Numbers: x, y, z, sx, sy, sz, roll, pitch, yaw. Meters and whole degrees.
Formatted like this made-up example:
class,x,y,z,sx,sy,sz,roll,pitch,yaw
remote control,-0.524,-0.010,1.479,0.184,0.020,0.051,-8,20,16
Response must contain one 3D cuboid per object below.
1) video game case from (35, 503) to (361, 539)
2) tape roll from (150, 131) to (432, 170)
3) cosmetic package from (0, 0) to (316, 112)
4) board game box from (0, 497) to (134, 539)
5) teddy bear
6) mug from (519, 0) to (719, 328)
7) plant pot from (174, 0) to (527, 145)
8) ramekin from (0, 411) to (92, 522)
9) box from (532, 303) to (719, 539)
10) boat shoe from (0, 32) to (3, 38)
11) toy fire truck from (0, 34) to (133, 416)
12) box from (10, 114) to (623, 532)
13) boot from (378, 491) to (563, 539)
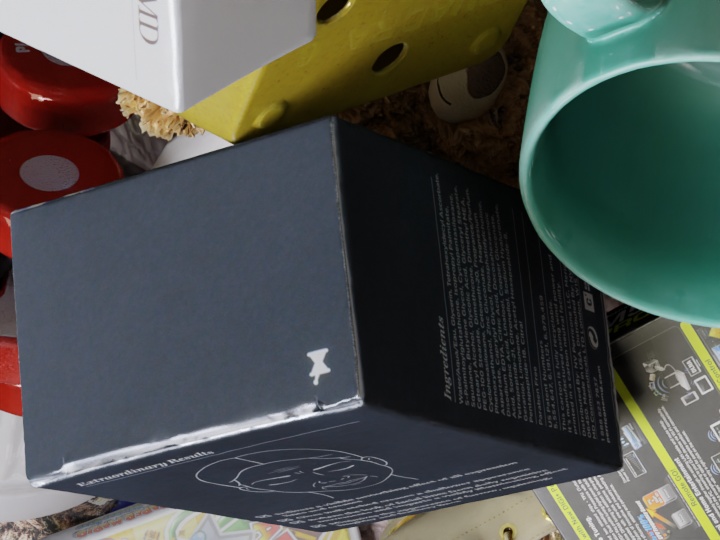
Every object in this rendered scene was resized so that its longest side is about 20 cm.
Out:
class,x,y,z,sx,sy,sz,roll,pitch,yaw
video game case,-0.076,0.199,1.364,0.023,0.181,0.201,-133,26,-61
tape roll,0.000,0.000,1.222,0.202,0.071,0.203,22,133,26
cosmetic package,-0.110,-0.139,0.896,0.200,0.071,0.102,25,131,32
board game box,-0.160,0.156,1.451,0.199,0.097,0.160,4,123,37
teddy bear,-0.006,-0.089,1.115,0.200,0.145,0.067,31,159,25
mug,0.138,-0.078,0.989,0.151,0.115,0.185,7,143,9
plant pot,-0.025,-0.166,0.985,0.177,0.200,0.200,51,141,23
ramekin,-0.184,0.014,1.295,0.200,0.200,0.105,31,128,17
box,0.169,0.095,1.125,0.160,0.044,0.200,-29,101,21
boat shoe,-0.172,-0.112,1.288,0.200,0.057,0.069,-22,106,46
toy fire truck,-0.182,-0.029,1.174,0.167,0.200,0.112,6,131,-2
box,-0.013,0.028,1.039,0.148,0.200,0.107,-14,73,29
boot,0.059,0.139,1.213,0.200,0.155,0.073,-13,112,44
